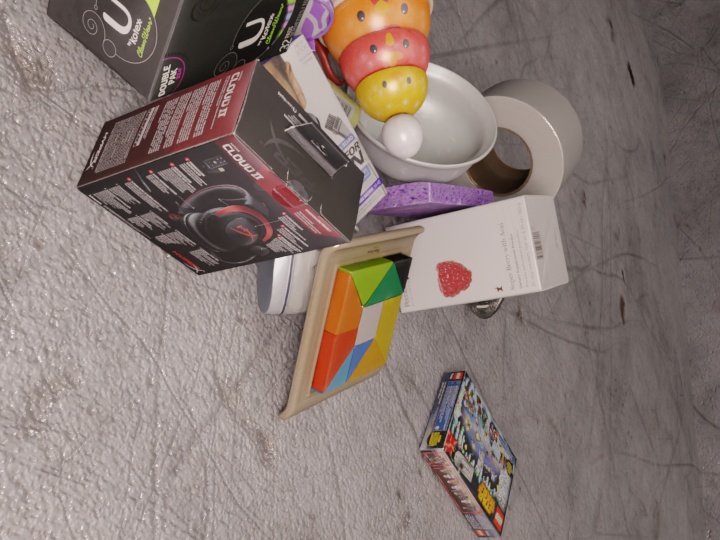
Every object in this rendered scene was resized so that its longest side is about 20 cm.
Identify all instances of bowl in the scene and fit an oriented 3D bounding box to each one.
[{"bbox_3d":[0.070,-0.179,0.993,0.200,0.091,0.202,9,51,-11],"label":"bowl"}]

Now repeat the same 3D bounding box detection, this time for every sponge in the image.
[{"bbox_3d":[0.090,-0.092,1.011,0.200,0.111,0.030,-2,86,-57],"label":"sponge"}]

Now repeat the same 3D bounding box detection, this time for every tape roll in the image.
[{"bbox_3d":[0.233,-0.187,1.184,0.139,0.202,0.204,-42,115,-54],"label":"tape roll"}]

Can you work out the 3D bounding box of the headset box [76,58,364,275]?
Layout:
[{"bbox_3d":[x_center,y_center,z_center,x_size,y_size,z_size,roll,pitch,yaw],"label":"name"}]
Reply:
[{"bbox_3d":[-0.104,-0.076,0.621,0.149,0.199,0.075,41,49,-42],"label":"headset box"}]

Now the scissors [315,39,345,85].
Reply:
[{"bbox_3d":[-0.070,-0.306,0.929,0.200,0.014,0.074,40,50,-43],"label":"scissors"}]

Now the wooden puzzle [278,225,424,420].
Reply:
[{"bbox_3d":[-0.001,0.053,0.796,0.185,0.037,0.201,-14,126,-58],"label":"wooden puzzle"}]

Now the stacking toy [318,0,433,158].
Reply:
[{"bbox_3d":[0.038,-0.228,0.897,0.146,0.146,0.201,5,66,-56],"label":"stacking toy"}]

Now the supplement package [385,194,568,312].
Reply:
[{"bbox_3d":[0.154,-0.021,1.004,0.120,0.199,0.122,-10,89,-58],"label":"supplement package"}]

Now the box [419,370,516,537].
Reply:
[{"bbox_3d":[0.157,0.260,1.067,0.200,0.040,0.137,58,38,-29],"label":"box"}]

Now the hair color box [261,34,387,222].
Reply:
[{"bbox_3d":[-0.063,-0.130,0.804,0.109,0.065,0.200,-47,119,-29],"label":"hair color box"}]

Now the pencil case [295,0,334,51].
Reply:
[{"bbox_3d":[-0.074,-0.359,0.867,0.086,0.083,0.201,103,-15,-67],"label":"pencil case"}]

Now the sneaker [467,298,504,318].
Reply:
[{"bbox_3d":[0.215,-0.007,1.218,0.079,0.074,0.201,52,40,-43],"label":"sneaker"}]

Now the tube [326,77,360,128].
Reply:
[{"bbox_3d":[-0.081,-0.220,0.855,0.200,0.052,0.058,30,14,-43],"label":"tube"}]

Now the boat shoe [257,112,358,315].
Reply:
[{"bbox_3d":[-0.044,-0.050,0.743,0.086,0.075,0.203,2,106,-25],"label":"boat shoe"}]

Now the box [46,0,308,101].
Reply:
[{"bbox_3d":[-0.135,-0.257,0.637,0.124,0.149,0.200,40,39,8],"label":"box"}]
